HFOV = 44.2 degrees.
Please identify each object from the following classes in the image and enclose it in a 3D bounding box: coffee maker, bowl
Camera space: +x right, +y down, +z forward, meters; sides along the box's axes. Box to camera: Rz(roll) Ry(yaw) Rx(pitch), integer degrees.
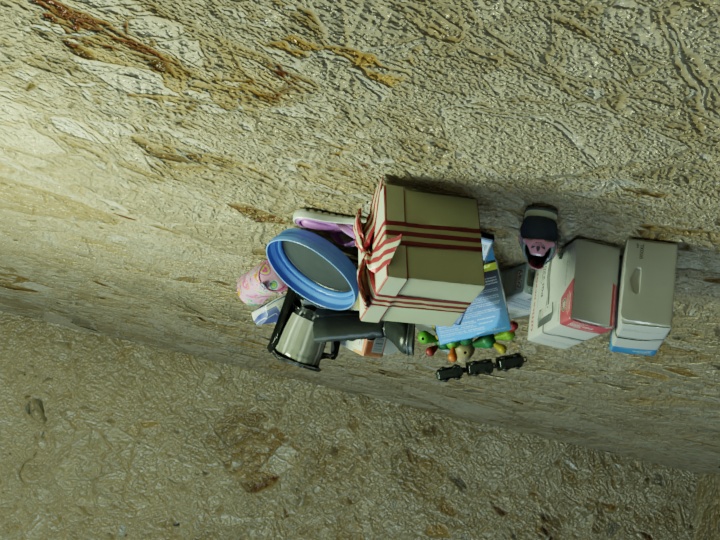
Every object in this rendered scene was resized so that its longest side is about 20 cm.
[{"bbox_3d":[-0.121,0.089,1.880,0.134,0.202,0.191,18,-177,-40],"label":"coffee maker"},{"bbox_3d":[-0.087,-0.004,1.696,0.199,0.040,0.201,26,151,15],"label":"bowl"}]

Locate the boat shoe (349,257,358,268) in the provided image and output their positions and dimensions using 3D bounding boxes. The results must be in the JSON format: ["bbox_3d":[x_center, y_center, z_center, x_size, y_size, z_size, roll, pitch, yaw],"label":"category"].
[{"bbox_3d":[0.000,0.000,1.805,0.199,0.061,0.072,17,-173,-17],"label":"boat shoe"}]

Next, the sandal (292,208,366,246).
[{"bbox_3d":[-0.027,-0.066,1.623,0.200,0.050,0.083,11,164,5],"label":"sandal"}]

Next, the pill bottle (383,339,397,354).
[{"bbox_3d":[0.021,0.119,2.003,0.110,0.112,0.200,21,-176,-30],"label":"pill bottle"}]

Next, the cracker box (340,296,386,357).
[{"bbox_3d":[-0.014,0.094,1.907,0.057,0.136,0.199,10,-174,-37],"label":"cracker box"}]

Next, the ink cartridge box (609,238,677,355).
[{"bbox_3d":[0.476,0.050,1.501,0.083,0.147,0.200,6,164,12],"label":"ink cartridge box"}]

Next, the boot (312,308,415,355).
[{"bbox_3d":[0.005,0.116,1.695,0.197,0.067,0.165,2,-168,2],"label":"boot"}]

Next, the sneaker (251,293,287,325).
[{"bbox_3d":[-0.137,0.104,2.012,0.198,0.116,0.080,-19,177,-38],"label":"sneaker"}]

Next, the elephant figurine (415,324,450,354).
[{"bbox_3d":[0.151,0.086,1.888,0.199,0.142,0.155,32,115,-29],"label":"elephant figurine"}]

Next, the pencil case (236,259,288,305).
[{"bbox_3d":[-0.219,0.028,2.015,0.086,0.089,0.200,17,164,-20],"label":"pencil case"}]

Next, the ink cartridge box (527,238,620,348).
[{"bbox_3d":[0.370,0.045,1.555,0.084,0.148,0.200,11,164,-6],"label":"ink cartridge box"}]

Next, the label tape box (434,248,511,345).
[{"bbox_3d":[0.193,0.030,1.656,0.141,0.066,0.202,-13,117,10],"label":"label tape box"}]

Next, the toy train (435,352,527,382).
[{"bbox_3d":[0.250,0.201,1.838,0.197,0.035,0.046,-9,174,-12],"label":"toy train"}]

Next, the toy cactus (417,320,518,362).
[{"bbox_3d":[0.219,0.151,1.815,0.197,0.103,0.166,-13,152,-3],"label":"toy cactus"}]

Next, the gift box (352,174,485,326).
[{"bbox_3d":[0.085,-0.032,1.411,0.184,0.187,0.201,5,147,-13],"label":"gift box"}]

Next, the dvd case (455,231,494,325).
[{"bbox_3d":[0.142,0.003,1.586,0.141,0.018,0.202,14,126,-4],"label":"dvd case"}]

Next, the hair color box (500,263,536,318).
[{"bbox_3d":[0.309,0.045,1.755,0.098,0.061,0.200,17,164,-21],"label":"hair color box"}]

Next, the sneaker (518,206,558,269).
[{"bbox_3d":[0.289,-0.034,1.459,0.069,0.083,0.200,6,163,16],"label":"sneaker"}]
